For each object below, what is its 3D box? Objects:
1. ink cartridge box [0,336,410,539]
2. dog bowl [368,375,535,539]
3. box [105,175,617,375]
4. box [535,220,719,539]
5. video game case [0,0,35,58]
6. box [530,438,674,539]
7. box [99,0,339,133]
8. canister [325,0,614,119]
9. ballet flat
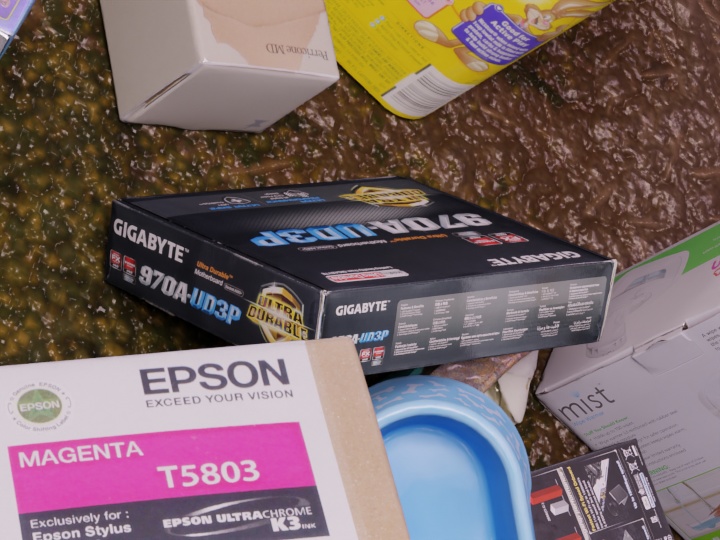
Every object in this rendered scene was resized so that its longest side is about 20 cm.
[{"bbox_3d":[-0.084,0.116,0.991,0.200,0.075,0.165,-5,49,-14],"label":"ink cartridge box"},{"bbox_3d":[0.037,0.150,1.154,0.111,0.050,0.200,-9,89,-3],"label":"dog bowl"},{"bbox_3d":[0.000,0.000,1.180,0.200,0.159,0.046,-6,111,-42],"label":"box"},{"bbox_3d":[0.229,0.063,1.313,0.176,0.200,0.097,43,47,-15],"label":"box"},{"bbox_3d":[-0.203,-0.221,1.134,0.181,0.045,0.200,30,63,-7],"label":"video game case"},{"bbox_3d":[0.115,0.201,1.252,0.158,0.050,0.200,-13,79,-43],"label":"box"},{"bbox_3d":[-0.084,-0.177,1.242,0.095,0.078,0.200,1,69,-40],"label":"box"},{"bbox_3d":[0.057,-0.177,1.278,0.149,0.200,0.087,45,48,-15],"label":"canister"},{"bbox_3d":[0.047,0.066,1.254,0.200,0.068,0.067,-40,102,-34],"label":"ballet flat"}]
